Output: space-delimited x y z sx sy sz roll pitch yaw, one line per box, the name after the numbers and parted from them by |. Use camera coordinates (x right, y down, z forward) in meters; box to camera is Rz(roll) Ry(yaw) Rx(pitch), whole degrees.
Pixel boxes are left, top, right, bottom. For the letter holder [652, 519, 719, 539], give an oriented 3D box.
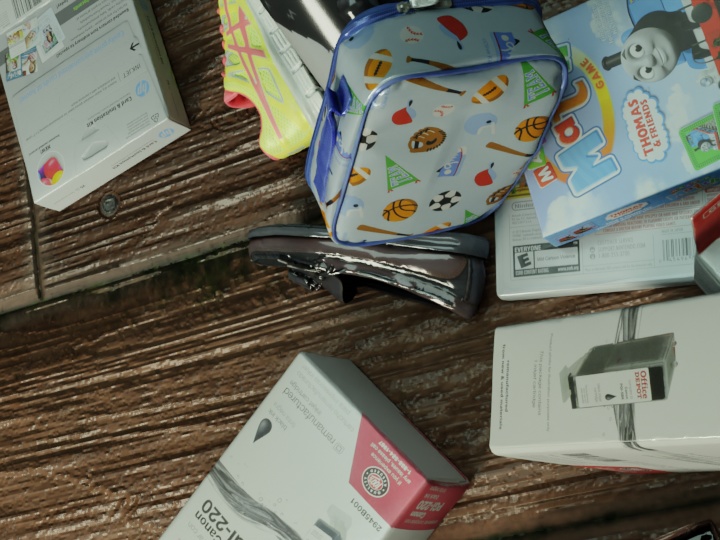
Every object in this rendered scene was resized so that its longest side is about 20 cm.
0.142 0.245 0.808 0.198 0.142 0.102 -29 69 19 | letter holder

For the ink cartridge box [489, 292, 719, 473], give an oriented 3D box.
0.197 0.074 0.770 0.199 0.145 0.084 -13 69 51 | ink cartridge box

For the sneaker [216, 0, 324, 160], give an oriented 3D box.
-0.087 -0.178 1.038 0.090 0.078 0.202 -37 65 23 | sneaker

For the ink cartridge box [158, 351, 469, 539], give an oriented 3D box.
-0.041 0.184 0.943 0.145 0.085 0.201 42 101 26 | ink cartridge box

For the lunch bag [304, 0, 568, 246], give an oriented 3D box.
0.042 -0.100 0.849 0.158 0.201 0.076 -10 59 -18 | lunch bag

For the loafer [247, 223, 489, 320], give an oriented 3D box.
0.000 0.000 0.967 0.197 0.072 0.064 3 86 24 | loafer

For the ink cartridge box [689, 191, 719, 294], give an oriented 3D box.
0.286 -0.059 0.758 0.199 0.176 0.045 -41 72 5 | ink cartridge box

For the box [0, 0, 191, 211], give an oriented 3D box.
-0.247 -0.179 1.136 0.154 0.041 0.203 -28 69 20 | box

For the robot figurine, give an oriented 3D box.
0.002 -0.191 0.935 0.124 0.201 0.151 -19 28 43 | robot figurine

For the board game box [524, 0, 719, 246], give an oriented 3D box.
0.200 -0.123 0.882 0.198 0.036 0.154 -22 72 23 | board game box

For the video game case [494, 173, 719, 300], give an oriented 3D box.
0.190 -0.078 0.912 0.197 0.023 0.185 -6 78 26 | video game case
